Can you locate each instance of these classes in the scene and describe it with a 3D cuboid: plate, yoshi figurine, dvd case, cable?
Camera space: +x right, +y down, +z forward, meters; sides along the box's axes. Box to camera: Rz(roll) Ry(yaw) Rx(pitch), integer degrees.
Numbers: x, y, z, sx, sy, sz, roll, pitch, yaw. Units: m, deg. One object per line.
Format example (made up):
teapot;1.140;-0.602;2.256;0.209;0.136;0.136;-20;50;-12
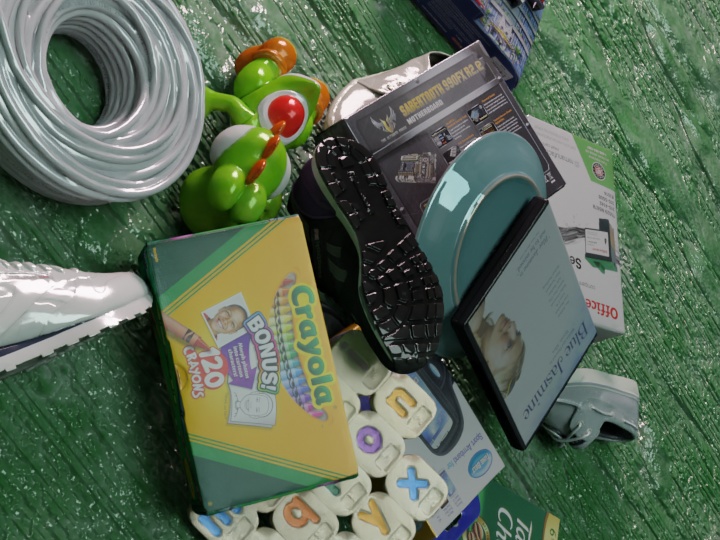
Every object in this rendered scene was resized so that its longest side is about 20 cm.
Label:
plate;0.110;-0.018;1.178;0.200;0.026;0.201;-27;126;-45
yoshi figurine;-0.095;-0.096;1.124;0.200;0.112;0.112;-72;169;-50
dvd case;0.148;0.051;1.223;0.143;0.018;0.200;-55;142;-23
cable;-0.206;-0.143;1.022;0.200;0.069;0.200;2;77;-47

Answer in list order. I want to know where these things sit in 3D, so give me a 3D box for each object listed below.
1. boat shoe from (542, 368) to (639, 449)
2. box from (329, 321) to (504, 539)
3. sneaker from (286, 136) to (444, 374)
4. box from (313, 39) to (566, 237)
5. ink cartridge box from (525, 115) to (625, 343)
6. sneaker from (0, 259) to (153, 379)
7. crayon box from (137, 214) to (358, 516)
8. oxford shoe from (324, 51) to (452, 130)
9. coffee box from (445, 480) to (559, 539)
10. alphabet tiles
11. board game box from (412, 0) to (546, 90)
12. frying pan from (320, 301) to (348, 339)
boat shoe;0.215;0.139;1.368;0.201;0.070;0.072;12;66;-46
box;0.043;0.131;1.155;0.119;0.041;0.200;-36;94;-48
sneaker;0.000;0.000;1.106;0.076;0.088;0.200;-3;62;-35
box;0.074;-0.095;1.226;0.200;0.048;0.159;-36;95;-40
ink cartridge box;0.184;-0.032;1.381;0.146;0.084;0.200;15;66;-42
sneaker;-0.226;0.025;0.946;0.200;0.076;0.081;-21;83;-49
crayon box;-0.084;0.069;1.031;0.119;0.058;0.200;-12;84;-18
oxford shoe;0.036;-0.155;1.289;0.200;0.058;0.075;-35;105;-45
coffee box;0.095;0.240;1.225;0.200;0.044;0.123;35;53;-33
alphabet tiles;-0.035;0.146;1.071;0.196;0.015;0.200;44;73;-6
board game box;0.130;-0.321;1.438;0.200;0.062;0.200;43;51;-28
frying pan;-0.064;0.064;1.134;0.190;0.031;0.115;22;60;-43
